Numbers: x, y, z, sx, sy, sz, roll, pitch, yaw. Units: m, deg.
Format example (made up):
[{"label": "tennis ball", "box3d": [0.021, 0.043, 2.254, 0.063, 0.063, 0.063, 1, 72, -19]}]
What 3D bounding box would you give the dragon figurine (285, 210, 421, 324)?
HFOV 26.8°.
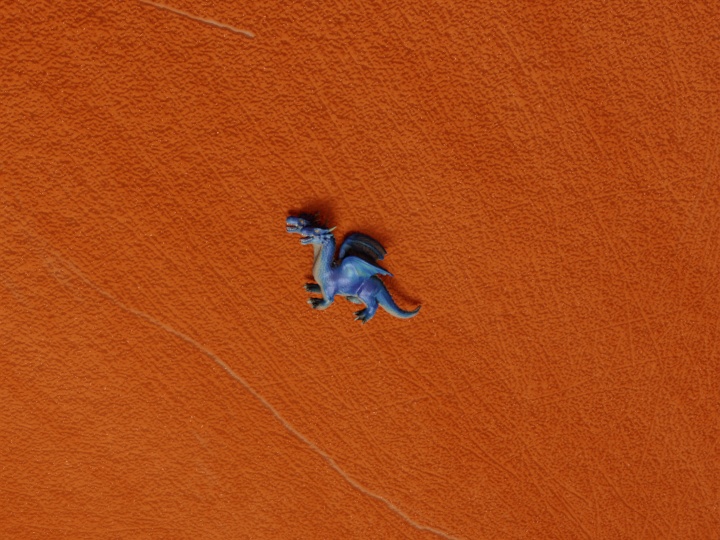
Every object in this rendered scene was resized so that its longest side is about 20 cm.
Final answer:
[{"label": "dragon figurine", "box3d": [0.000, 0.000, 1.692, 0.199, 0.059, 0.100, 18, 117, -19]}]
